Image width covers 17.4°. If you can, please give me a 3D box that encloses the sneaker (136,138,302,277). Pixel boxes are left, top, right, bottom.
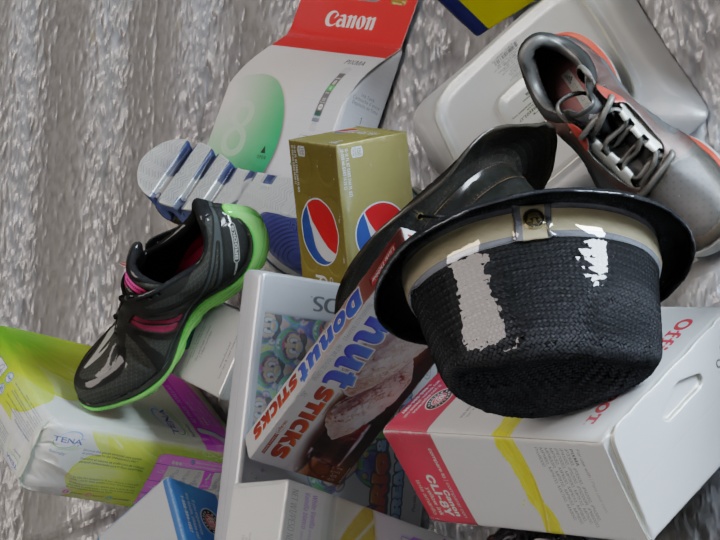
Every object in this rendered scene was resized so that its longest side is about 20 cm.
[{"bbox_3d":[-0.082,-0.024,1.875,0.199,0.115,0.081,27,65,22],"label":"sneaker"}]

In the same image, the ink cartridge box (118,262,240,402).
[{"bbox_3d":[-0.110,0.060,1.834,0.200,0.116,0.068,21,87,51],"label":"ink cartridge box"}]

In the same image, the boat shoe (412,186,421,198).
[{"bbox_3d":[0.046,-0.010,1.731,0.073,0.062,0.200,-53,42,11],"label":"boat shoe"}]

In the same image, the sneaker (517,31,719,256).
[{"bbox_3d":[0.170,-0.085,1.572,0.200,0.082,0.077,45,103,23],"label":"sneaker"}]

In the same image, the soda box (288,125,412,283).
[{"bbox_3d":[0.000,0.000,1.707,0.068,0.064,0.202,11,111,56],"label":"soda box"}]

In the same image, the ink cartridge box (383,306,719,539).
[{"bbox_3d":[0.138,0.095,1.509,0.199,0.084,0.145,-1,33,49],"label":"ink cartridge box"}]

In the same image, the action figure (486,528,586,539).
[{"bbox_3d":[0.115,0.220,1.514,0.119,0.102,0.200,-60,40,27],"label":"action figure"}]

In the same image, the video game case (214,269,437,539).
[{"bbox_3d":[-0.019,0.110,1.628,0.024,0.181,0.202,4,86,45],"label":"video game case"}]

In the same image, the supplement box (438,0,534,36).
[{"bbox_3d":[0.129,-0.282,1.711,0.199,0.109,0.109,-30,31,37],"label":"supplement box"}]

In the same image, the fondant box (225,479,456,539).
[{"bbox_3d":[-0.007,0.234,1.565,0.058,0.199,0.145,-10,64,43],"label":"fondant box"}]

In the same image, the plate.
[{"bbox_3d":[0.131,-0.115,1.690,0.199,0.032,0.201,-41,44,18],"label":"plate"}]

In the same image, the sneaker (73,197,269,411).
[{"bbox_3d":[-0.155,0.019,1.746,0.200,0.084,0.077,-50,40,15],"label":"sneaker"}]

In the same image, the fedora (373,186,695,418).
[{"bbox_3d":[0.110,0.032,1.413,0.200,0.200,0.092,-33,52,34],"label":"fedora"}]

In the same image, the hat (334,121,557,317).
[{"bbox_3d":[0.081,-0.002,1.555,0.081,0.200,0.201,45,109,21],"label":"hat"}]

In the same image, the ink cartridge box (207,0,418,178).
[{"bbox_3d":[-0.038,-0.163,1.916,0.160,0.050,0.201,13,84,51],"label":"ink cartridge box"}]

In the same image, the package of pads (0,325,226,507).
[{"bbox_3d":[-0.200,0.121,1.841,0.155,0.199,0.068,48,117,48],"label":"package of pads"}]

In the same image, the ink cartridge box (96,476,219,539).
[{"bbox_3d":[-0.072,0.246,1.638,0.085,0.199,0.145,-41,46,23],"label":"ink cartridge box"}]

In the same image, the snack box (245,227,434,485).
[{"bbox_3d":[0.005,0.058,1.517,0.200,0.072,0.024,-54,32,30],"label":"snack box"}]
